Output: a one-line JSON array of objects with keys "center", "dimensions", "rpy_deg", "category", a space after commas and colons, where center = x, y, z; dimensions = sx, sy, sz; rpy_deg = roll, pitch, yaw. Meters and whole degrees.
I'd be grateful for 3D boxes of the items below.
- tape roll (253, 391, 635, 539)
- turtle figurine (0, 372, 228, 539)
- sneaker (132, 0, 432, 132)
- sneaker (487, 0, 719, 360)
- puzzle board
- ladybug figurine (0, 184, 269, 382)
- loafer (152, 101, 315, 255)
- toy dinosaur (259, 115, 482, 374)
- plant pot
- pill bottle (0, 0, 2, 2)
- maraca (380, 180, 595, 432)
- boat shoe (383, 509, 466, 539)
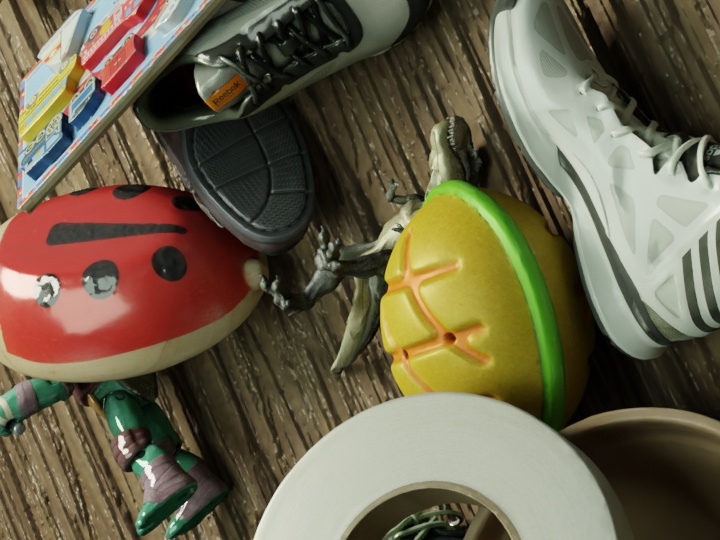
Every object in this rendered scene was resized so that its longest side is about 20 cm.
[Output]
[{"center": [0.039, 0.160, 1.248], "dimensions": [0.202, 0.037, 0.204], "rpy_deg": [-8, 69, 22], "category": "tape roll"}, {"center": [-0.169, 0.076, 1.591], "dimensions": [0.200, 0.150, 0.101], "rpy_deg": [48, 113, 17], "category": "turtle figurine"}, {"center": [-0.043, -0.123, 1.404], "dimensions": [0.200, 0.079, 0.074], "rpy_deg": [-21, 117, 34], "category": "sneaker"}, {"center": [0.147, -0.065, 1.262], "dimensions": [0.115, 0.076, 0.201], "rpy_deg": [-24, 91, 39], "category": "sneaker"}, {"center": [-0.135, -0.141, 1.459], "dimensions": [0.200, 0.017, 0.151], "rpy_deg": [-45, 28, 20], "category": "puzzle board"}, {"center": [-0.149, 0.000, 1.526], "dimensions": [0.199, 0.136, 0.072], "rpy_deg": [-6, 137, 21], "category": "ladybug figurine"}, {"center": [-0.086, -0.083, 1.509], "dimensions": [0.200, 0.072, 0.063], "rpy_deg": [56, 161, 27], "category": "loafer"}, {"center": [0.000, 0.000, 1.411], "dimensions": [0.048, 0.088, 0.200], "rpy_deg": [60, 135, 31], "category": "toy dinosaur"}, {"center": [0.150, 0.176, 1.266], "dimensions": [0.200, 0.093, 0.202], "rpy_deg": [-8, 70, 24], "category": "plant pot"}, {"center": [-0.242, -0.261, 1.582], "dimensions": [0.114, 0.114, 0.200], "rpy_deg": [52, 133, 24], "category": "pill bottle"}, {"center": [0.068, 0.047, 1.340], "dimensions": [0.137, 0.107, 0.201], "rpy_deg": [41, 143, 55], "category": "maraca"}, {"center": [0.028, 0.165, 1.437], "dimensions": [0.200, 0.075, 0.062], "rpy_deg": [-19, 91, 60], "category": "boat shoe"}]
